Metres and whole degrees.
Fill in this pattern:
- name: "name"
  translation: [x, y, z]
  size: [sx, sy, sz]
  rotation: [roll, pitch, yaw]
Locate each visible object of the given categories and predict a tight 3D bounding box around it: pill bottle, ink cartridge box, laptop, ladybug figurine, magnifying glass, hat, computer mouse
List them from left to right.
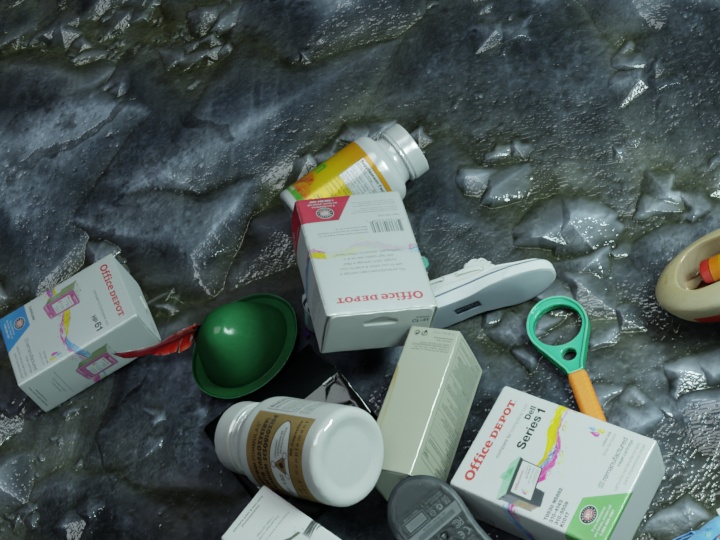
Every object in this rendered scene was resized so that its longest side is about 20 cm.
- name: "ink cartridge box"
  translation: [-0.410, 0.089, 1.792]
  size: [0.200, 0.085, 0.145]
  rotation: [-31, 49, -2]
- name: "hat"
  translation: [-0.197, 0.064, 1.648]
  size: [0.165, 0.176, 0.200]
  rotation: [-13, 48, 21]
- name: "pill bottle"
  translation: [-0.078, 0.207, 1.446]
  size: [0.200, 0.114, 0.114]
  rotation: [1, 54, 47]
- name: "laptop"
  translation: [-0.081, 0.219, 1.606]
  size: [0.187, 0.116, 0.200]
  rotation: [-39, 79, -7]
- name: "ink cartridge box"
  translation: [-0.042, 0.352, 1.400]
  size: [0.200, 0.146, 0.084]
  rotation: [27, 69, 35]
- name: "pill bottle"
  translation: [-0.006, -0.121, 1.759]
  size: [0.200, 0.111, 0.111]
  rotation: [-36, 50, -5]
- name: "ink cartridge box"
  translation: [0.000, 0.000, 1.588]
  size: [0.147, 0.086, 0.200]
  rotation: [-4, 53, -14]
- name: "computer mouse"
  translation: [0.102, 0.326, 1.400]
  size: [0.138, 0.053, 0.200]
  rotation: [-34, 77, -9]
- name: "ink cartridge box"
  translation: [0.225, 0.239, 1.411]
  size: [0.200, 0.084, 0.145]
  rotation: [18, 64, 33]
- name: "magnifying glass"
  translation: [0.263, 0.113, 1.531]
  size: [0.079, 0.022, 0.200]
  rotation: [-21, 51, 7]
- name: "ladybug figurine"
  translation: [0.452, 0.004, 1.469]
  size: [0.200, 0.072, 0.136]
  rotation: [-25, 32, 38]

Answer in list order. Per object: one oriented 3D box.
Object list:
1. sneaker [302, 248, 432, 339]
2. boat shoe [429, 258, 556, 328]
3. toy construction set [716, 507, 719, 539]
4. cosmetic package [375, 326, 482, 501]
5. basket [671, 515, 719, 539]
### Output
- name: "sneaker"
  translation: [0.004, 0.028, 1.679]
  size: [0.200, 0.088, 0.074]
  rotation: [-20, 57, -24]
- name: "boat shoe"
  translation: [0.155, 0.015, 1.615]
  size: [0.200, 0.074, 0.065]
  rotation: [-18, 55, 9]
- name: "toy construction set"
  translation: [0.468, 0.268, 1.253]
  size: [0.200, 0.131, 0.092]
  rotation: [-17, 51, 15]
- name: "cosmetic package"
  translation: [0.077, 0.180, 1.507]
  size: [0.071, 0.105, 0.200]
  rotation: [5, 56, 29]
- name: "basket"
  translation: [0.314, 0.340, 1.220]
  size: [0.176, 0.200, 0.139]
  rotation: [-33, 49, -4]
